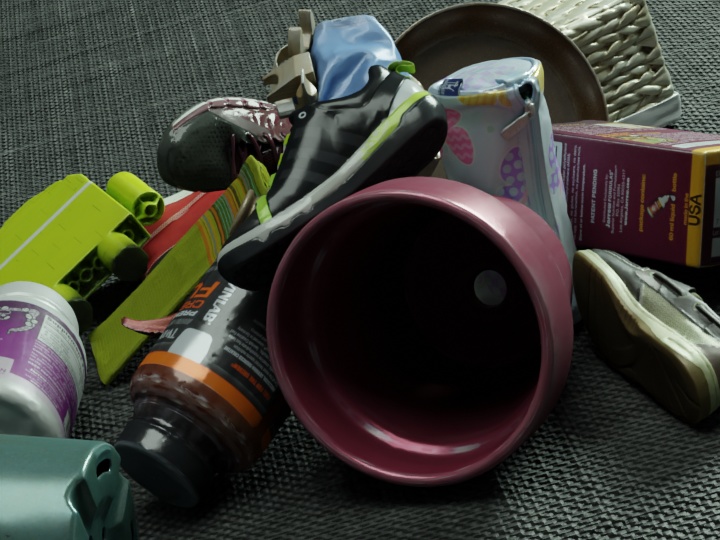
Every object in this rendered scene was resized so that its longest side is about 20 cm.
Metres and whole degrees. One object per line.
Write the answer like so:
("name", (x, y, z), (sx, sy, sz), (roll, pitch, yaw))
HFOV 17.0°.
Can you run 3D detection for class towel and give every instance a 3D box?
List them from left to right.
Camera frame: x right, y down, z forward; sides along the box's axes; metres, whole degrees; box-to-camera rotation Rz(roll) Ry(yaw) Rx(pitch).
("towel", (-0.140, -0.001, 1.872), (0.200, 0.018, 0.086), (-47, 21, 8))

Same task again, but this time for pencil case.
("pencil case", (0.111, -0.054, 1.738), (0.090, 0.201, 0.083), (5, 26, 42))

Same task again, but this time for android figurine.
("android figurine", (-0.246, -0.012, 1.988), (0.182, 0.041, 0.200), (-45, 31, -9))

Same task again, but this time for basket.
("basket", (0.149, -0.158, 2.036), (0.199, 0.124, 0.135), (-26, 25, -21))

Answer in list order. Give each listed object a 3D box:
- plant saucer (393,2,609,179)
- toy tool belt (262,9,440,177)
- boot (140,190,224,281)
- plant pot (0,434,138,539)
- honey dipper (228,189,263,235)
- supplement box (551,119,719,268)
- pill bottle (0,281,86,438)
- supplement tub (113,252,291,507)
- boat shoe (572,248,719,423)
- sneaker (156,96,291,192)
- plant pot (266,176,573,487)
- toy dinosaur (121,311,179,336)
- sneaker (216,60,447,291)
("plant saucer", (0.099, -0.112, 1.913), (0.199, 0.201, 0.032), (-21, -4, -14))
("toy tool belt", (-0.009, -0.134, 1.780), (0.124, 0.123, 0.201), (-13, 51, -5))
("boot", (-0.098, -0.039, 1.996), (0.199, 0.073, 0.144), (-31, 27, -13))
("plant pot", (-0.246, 0.180, 1.470), (0.194, 0.202, 0.201), (-2, 26, 10))
("honey dipper", (0.000, 0.000, 1.760), (0.199, 0.038, 0.038), (26, 26, -5))
("supplement box", (0.209, -0.060, 1.792), (0.110, 0.086, 0.199), (-6, 12, -43))
("pill bottle", (-0.260, 0.087, 1.760), (0.111, 0.113, 0.200), (-12, 24, 7))
("supplement tub", (-0.089, 0.065, 1.673), (0.106, 0.107, 0.201), (8, 53, 42))
("boat shoe", (0.207, 0.040, 1.644), (0.064, 0.074, 0.200), (-16, 33, -15))
("sneaker", (-0.057, -0.097, 1.933), (0.199, 0.076, 0.115), (-12, 22, -37))
("plant pot", (0.059, 0.027, 1.627), (0.199, 0.202, 0.179), (-5, 10, 22))
("toy dinosaur", (-0.052, -0.007, 1.788), (0.105, 0.199, 0.183), (2, 71, 49))
("sneaker", (-0.029, -0.067, 1.646), (0.200, 0.072, 0.083), (-39, 65, -15))
